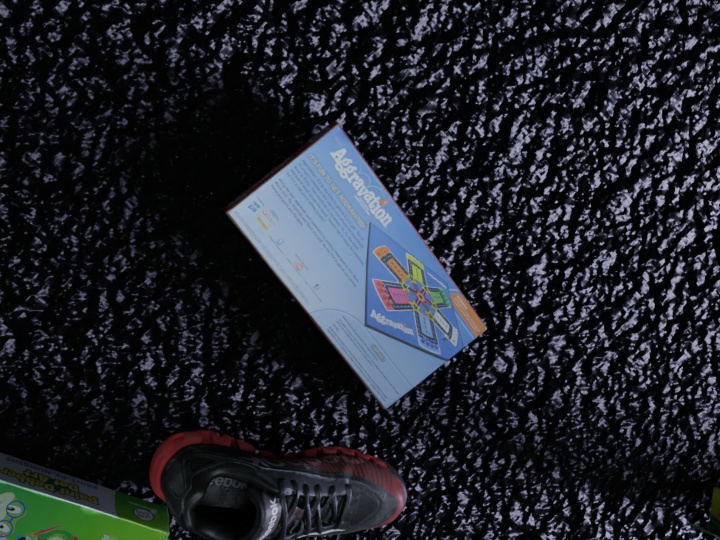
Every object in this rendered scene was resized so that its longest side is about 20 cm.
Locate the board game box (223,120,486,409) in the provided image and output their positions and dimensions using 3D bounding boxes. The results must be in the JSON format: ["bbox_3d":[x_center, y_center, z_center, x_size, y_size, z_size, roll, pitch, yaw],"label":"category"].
[{"bbox_3d":[0.000,0.000,0.725,0.103,0.019,0.200,-37,110,0],"label":"board game box"}]

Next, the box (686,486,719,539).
[{"bbox_3d":[0.393,0.224,0.833,0.199,0.117,0.049,4,93,-15],"label":"box"}]

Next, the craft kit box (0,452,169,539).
[{"bbox_3d":[-0.270,0.237,0.715,0.197,0.049,0.201,22,99,-21],"label":"craft kit box"}]

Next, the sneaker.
[{"bbox_3d":[-0.054,0.170,0.719,0.199,0.098,0.071,11,101,-18],"label":"sneaker"}]
